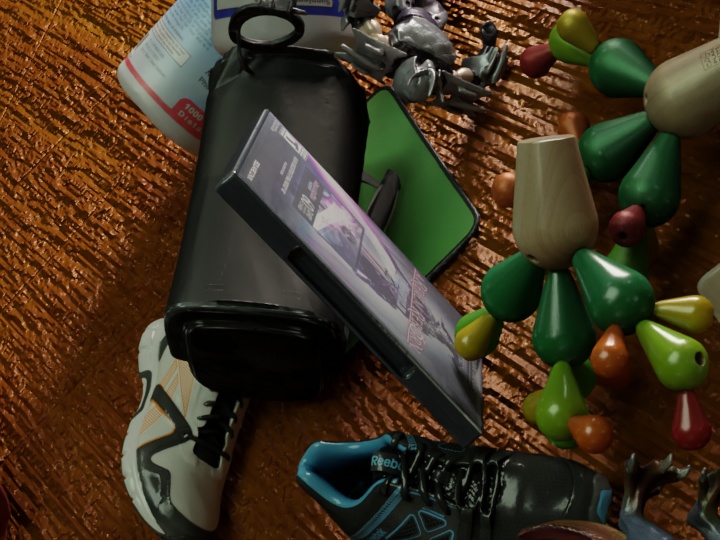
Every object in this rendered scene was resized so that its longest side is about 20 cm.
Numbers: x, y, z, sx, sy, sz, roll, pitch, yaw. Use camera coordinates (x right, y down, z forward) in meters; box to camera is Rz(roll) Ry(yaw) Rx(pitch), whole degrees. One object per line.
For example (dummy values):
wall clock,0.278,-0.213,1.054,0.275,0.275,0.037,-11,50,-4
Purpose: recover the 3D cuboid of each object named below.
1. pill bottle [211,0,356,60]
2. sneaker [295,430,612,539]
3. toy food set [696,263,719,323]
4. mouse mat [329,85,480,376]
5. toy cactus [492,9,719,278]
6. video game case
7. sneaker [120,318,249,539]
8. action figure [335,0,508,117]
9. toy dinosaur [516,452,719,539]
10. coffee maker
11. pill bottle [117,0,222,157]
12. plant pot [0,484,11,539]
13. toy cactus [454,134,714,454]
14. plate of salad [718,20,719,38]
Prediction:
pill bottle,-0.055,-0.212,1.164,0.112,0.111,0.202,3,95,47
sneaker,0.048,0.131,0.899,0.199,0.082,0.074,-8,53,41
toy food set,0.235,0.014,0.767,0.143,0.060,0.200,-37,17,19
mouse mat,-0.004,-0.033,1.141,0.161,0.008,0.200,-44,38,13
toy cactus,0.154,-0.088,0.926,0.165,0.102,0.201,-34,38,34
video game case,0.000,0.000,0.919,0.019,0.200,0.143,-41,12,16
sneaker,-0.114,0.100,1.103,0.080,0.074,0.201,-28,44,26
action figure,0.040,-0.181,1.122,0.069,0.130,0.201,-43,29,29
toy dinosaur,0.177,0.179,0.742,0.200,0.104,0.183,-41,45,49
coffee maker,-0.067,-0.038,1.053,0.134,0.192,0.202,-8,57,23
pill bottle,-0.094,-0.195,1.278,0.200,0.109,0.109,-46,38,10
plant pot,-0.382,0.166,1.252,0.201,0.200,0.195,-53,46,0
toy cactus,0.115,0.012,0.835,0.200,0.101,0.167,-164,66,-69
plate of salad,0.292,-0.151,0.889,0.199,0.048,0.202,-22,59,40
